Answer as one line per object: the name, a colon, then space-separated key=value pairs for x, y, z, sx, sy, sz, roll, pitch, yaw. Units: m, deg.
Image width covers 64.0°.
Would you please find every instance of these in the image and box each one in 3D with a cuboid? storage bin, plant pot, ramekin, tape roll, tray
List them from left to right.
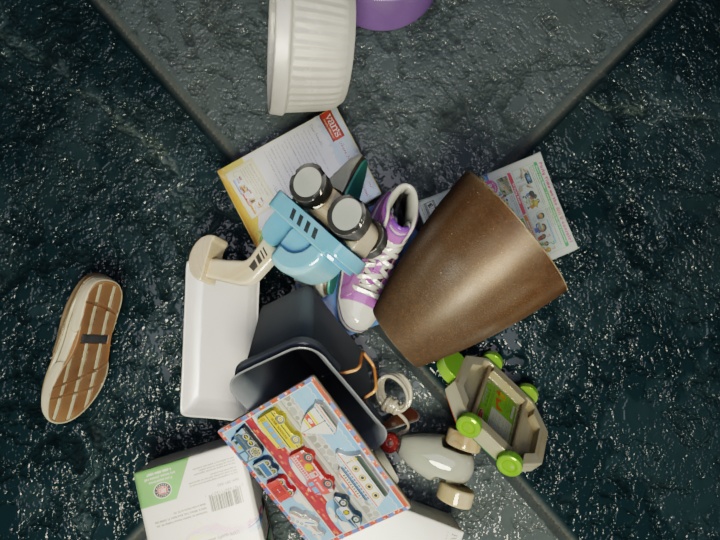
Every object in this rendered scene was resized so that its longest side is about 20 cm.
tray: x=-0.182 y=0.090 z=0.758 sx=0.104 sy=0.022 sz=0.206 roll=2 pitch=89 yaw=11
ramekin: x=-0.070 y=-0.312 z=0.778 sx=0.102 sy=0.200 sz=0.206 roll=2 pitch=84 yaw=-12
storage bin: x=-0.051 y=0.121 z=0.722 sx=0.143 sy=0.136 sz=0.201 roll=-25 pitch=126 yaw=17
tape roll: x=0.032 y=-0.472 z=0.851 sx=0.194 sy=0.085 sz=0.206 roll=0 pitch=84 yaw=-4
plant pot: x=0.115 y=0.017 z=0.714 sx=0.199 sy=0.187 sz=0.188 roll=-41 pitch=88 yaw=7

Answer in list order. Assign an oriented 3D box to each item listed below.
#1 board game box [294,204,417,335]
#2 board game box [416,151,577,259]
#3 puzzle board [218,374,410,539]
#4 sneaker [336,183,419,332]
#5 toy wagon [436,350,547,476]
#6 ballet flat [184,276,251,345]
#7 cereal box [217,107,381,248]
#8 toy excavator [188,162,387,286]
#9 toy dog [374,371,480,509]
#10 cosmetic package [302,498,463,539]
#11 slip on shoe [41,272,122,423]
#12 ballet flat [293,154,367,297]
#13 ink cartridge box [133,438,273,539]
board game box: x=0.000 y=0.000 z=0.827 sx=0.195 sy=0.039 sz=0.162 roll=-19 pitch=86 yaw=-13
board game box: x=0.189 y=-0.061 z=0.831 sx=0.195 sy=0.064 sz=0.151 roll=-21 pitch=87 yaw=-4
puzzle board: x=-0.055 y=0.233 z=0.673 sx=0.149 sy=0.017 sz=0.202 roll=-31 pitch=104 yaw=21
sneaker: x=0.023 y=-0.020 z=0.755 sx=0.071 sy=0.114 sz=0.206 roll=18 pitch=80 yaw=-8
toy wagon: x=0.168 y=0.171 z=0.773 sx=0.199 sy=0.155 sz=0.040 roll=42 pitch=125 yaw=2
ballet flat: x=-0.178 y=0.069 z=0.802 sx=0.072 sy=0.068 sz=0.201 roll=-38 pitch=87 yaw=14
cereal box: x=-0.086 y=-0.124 z=0.831 sx=0.197 sy=0.040 sz=0.146 roll=-29 pitch=89 yaw=-7
toy excavator: x=-0.094 y=-0.028 z=0.696 sx=0.193 sy=0.100 sz=0.201 roll=39 pitch=90 yaw=22
toy dog: x=0.079 y=0.243 z=0.795 sx=0.198 sy=0.096 sz=0.133 roll=36 pitch=87 yaw=16
cosmetic package: x=0.026 y=0.359 z=0.772 sx=0.195 sy=0.081 sz=0.116 roll=19 pitch=82 yaw=0
slip on shoe: x=-0.385 y=0.102 z=0.786 sx=0.060 sy=0.075 sz=0.205 roll=17 pitch=92 yaw=38
ballet flat: x=-0.045 y=-0.068 z=0.779 sx=0.068 sy=0.069 sz=0.205 roll=15 pitch=80 yaw=-2
ink cartridge box: x=-0.196 y=0.338 z=0.759 sx=0.141 sy=0.084 sz=0.205 roll=-15 pitch=85 yaw=-4
